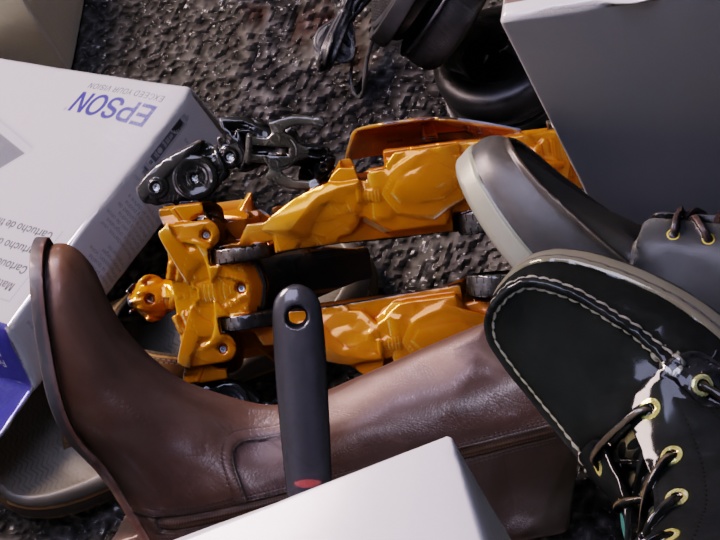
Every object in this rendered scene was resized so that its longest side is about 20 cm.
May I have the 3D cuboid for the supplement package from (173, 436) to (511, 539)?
[{"bbox_3d":[0.022,0.172,0.868,0.117,0.200,0.117,-21,51,8],"label":"supplement package"}]

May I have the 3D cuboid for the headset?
[{"bbox_3d":[0.054,-0.119,1.127,0.200,0.124,0.094,-6,50,44],"label":"headset"}]

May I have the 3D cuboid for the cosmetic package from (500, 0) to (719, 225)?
[{"bbox_3d":[0.139,-0.078,1.002,0.113,0.200,0.081,-5,54,19],"label":"cosmetic package"}]

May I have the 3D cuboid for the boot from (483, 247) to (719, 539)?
[{"bbox_3d":[0.102,0.086,0.866,0.204,0.074,0.154,42,36,10],"label":"boot"}]

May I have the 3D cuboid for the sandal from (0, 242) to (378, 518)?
[{"bbox_3d":[-0.086,0.037,1.108,0.200,0.055,0.082,-28,50,1],"label":"sandal"}]

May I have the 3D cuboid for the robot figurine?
[{"bbox_3d":[0.000,0.000,1.052,0.199,0.058,0.145,-7,94,4],"label":"robot figurine"}]

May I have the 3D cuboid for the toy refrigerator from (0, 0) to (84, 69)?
[{"bbox_3d":[-0.253,-0.138,1.294,0.199,0.076,0.070,-8,53,18],"label":"toy refrigerator"}]

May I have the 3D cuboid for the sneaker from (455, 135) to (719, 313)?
[{"bbox_3d":[0.139,-0.010,0.972,0.200,0.075,0.106,39,108,2],"label":"sneaker"}]

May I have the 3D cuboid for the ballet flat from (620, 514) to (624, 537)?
[{"bbox_3d":[0.144,0.153,0.924,0.062,0.068,0.200,2,54,-10],"label":"ballet flat"}]

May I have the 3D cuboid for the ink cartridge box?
[{"bbox_3d":[-0.188,-0.013,1.169,0.199,0.041,0.200,12,60,46],"label":"ink cartridge box"}]

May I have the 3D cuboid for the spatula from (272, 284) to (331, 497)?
[{"bbox_3d":[-0.018,0.104,0.974,0.056,0.201,0.021,-3,13,3],"label":"spatula"}]

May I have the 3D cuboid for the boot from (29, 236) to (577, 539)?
[{"bbox_3d":[-0.019,0.046,0.998,0.200,0.187,0.064,-16,21,9],"label":"boot"}]
